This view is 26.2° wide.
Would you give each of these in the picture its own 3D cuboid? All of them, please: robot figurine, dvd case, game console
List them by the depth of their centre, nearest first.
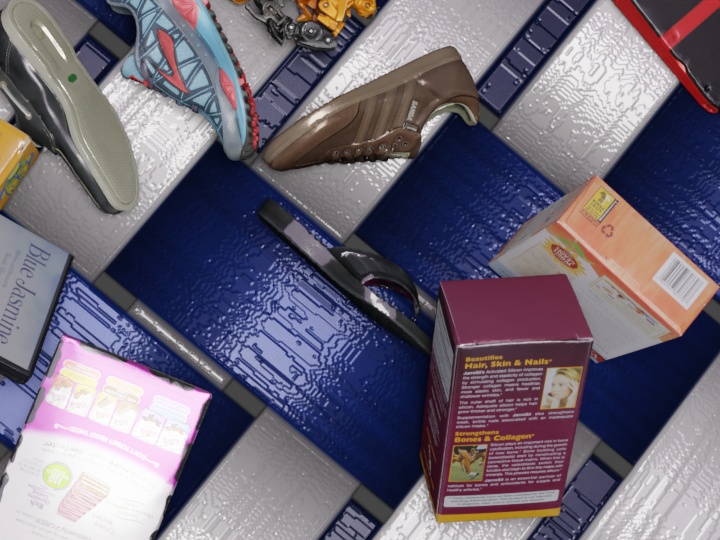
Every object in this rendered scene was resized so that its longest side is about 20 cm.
[{"bbox_3d":[-0.335,-0.008,1.242,0.200,0.018,0.143,31,40,-21],"label":"dvd case"},{"bbox_3d":[-0.069,-0.281,1.355,0.200,0.058,0.145,36,81,-3],"label":"robot figurine"},{"bbox_3d":[0.341,-0.270,1.431,0.200,0.031,0.177,-41,95,-9],"label":"game console"}]

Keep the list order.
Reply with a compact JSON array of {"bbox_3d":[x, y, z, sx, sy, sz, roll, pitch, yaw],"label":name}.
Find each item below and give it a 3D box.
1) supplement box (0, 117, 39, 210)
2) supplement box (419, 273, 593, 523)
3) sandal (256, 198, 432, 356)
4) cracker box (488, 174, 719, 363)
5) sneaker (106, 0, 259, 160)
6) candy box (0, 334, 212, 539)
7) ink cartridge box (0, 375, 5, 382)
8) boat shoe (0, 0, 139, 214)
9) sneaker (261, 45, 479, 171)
[{"bbox_3d":[-0.368,-0.131,1.285,0.200,0.069,0.067,34,80,4],"label":"supplement box"},{"bbox_3d":[0.116,0.107,1.273,0.110,0.086,0.200,-2,128,-9],"label":"supplement box"},{"bbox_3d":[0.000,0.000,1.327,0.200,0.075,0.048,41,85,-2],"label":"sandal"},{"bbox_3d":[0.197,0.004,1.291,0.134,0.200,0.058,42,75,-2],"label":"cracker box"},{"bbox_3d":[-0.155,-0.175,1.333,0.095,0.079,0.200,-26,80,0],"label":"sneaker"},{"bbox_3d":[-0.223,0.170,1.286,0.136,0.061,0.200,23,81,-6],"label":"candy box"},{"bbox_3d":[-0.405,0.051,1.260,0.145,0.083,0.200,-42,91,-11],"label":"ink cartridge box"},{"bbox_3d":[-0.257,-0.132,1.320,0.068,0.072,0.200,-29,97,28],"label":"boat shoe"},{"bbox_3d":[0.014,-0.123,1.345,0.200,0.070,0.076,-29,90,-9],"label":"sneaker"}]
